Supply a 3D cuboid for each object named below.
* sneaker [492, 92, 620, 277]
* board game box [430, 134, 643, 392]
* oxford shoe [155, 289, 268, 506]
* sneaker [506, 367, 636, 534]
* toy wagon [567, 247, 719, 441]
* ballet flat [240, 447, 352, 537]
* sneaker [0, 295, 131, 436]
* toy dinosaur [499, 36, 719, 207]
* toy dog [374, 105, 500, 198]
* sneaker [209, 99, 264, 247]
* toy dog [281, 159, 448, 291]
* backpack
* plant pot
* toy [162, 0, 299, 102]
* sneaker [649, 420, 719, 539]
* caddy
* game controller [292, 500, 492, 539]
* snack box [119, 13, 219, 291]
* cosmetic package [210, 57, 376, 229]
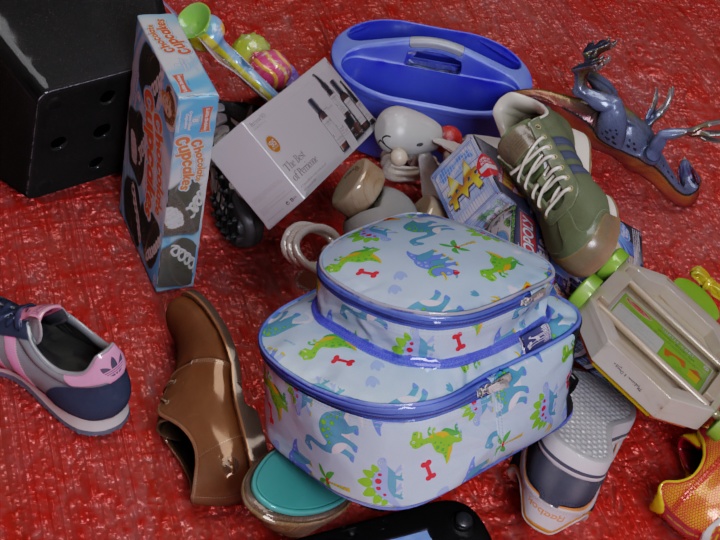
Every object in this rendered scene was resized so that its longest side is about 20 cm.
[{"bbox_3d":[0.145,-0.076,1.173,0.090,0.067,0.201,35,26,-21],"label":"sneaker"},{"bbox_3d":[0.147,-0.012,1.225,0.199,0.062,0.201,35,33,-16],"label":"board game box"},{"bbox_3d":[-0.126,0.092,1.115,0.071,0.072,0.201,-9,46,-16],"label":"oxford shoe"},{"bbox_3d":[0.158,0.136,1.131,0.078,0.080,0.200,28,19,10],"label":"sneaker"},{"bbox_3d":[0.246,0.050,1.163,0.155,0.040,0.200,44,32,8],"label":"toy wagon"},{"bbox_3d":[-0.034,0.149,1.056,0.068,0.073,0.200,39,31,7],"label":"ballet flat"},{"bbox_3d":[-0.256,0.045,1.126,0.199,0.082,0.070,26,43,17],"label":"sneaker"},{"bbox_3d":[0.256,-0.130,1.419,0.199,0.182,0.105,-20,20,13],"label":"toy dinosaur"},{"bbox_3d":[0.108,-0.077,1.327,0.198,0.132,0.097,5,61,0],"label":"toy dog"},{"bbox_3d":[-0.095,-0.095,1.330,0.090,0.067,0.201,-3,39,-14],"label":"sneaker"},{"bbox_3d":[0.000,0.000,1.227,0.132,0.096,0.200,44,42,-2],"label":"toy dog"},{"bbox_3d":[0.032,0.055,1.007,0.199,0.148,0.182,-28,39,-36],"label":"backpack"},{"bbox_3d":[-0.272,-0.185,1.310,0.199,0.200,0.178,-20,60,-31],"label":"plant pot"},{"bbox_3d":[-0.097,-0.192,1.361,0.115,0.047,0.200,47,9,33],"label":"toy"},{"bbox_3d":[0.299,0.135,1.158,0.077,0.073,0.200,35,46,22],"label":"sneaker"},{"bbox_3d":[0.066,-0.182,1.435,0.198,0.105,0.142,10,42,-2],"label":"caddy"},{"bbox_3d":[0.009,0.223,1.017,0.199,0.042,0.105,-11,46,-23],"label":"game controller"},{"bbox_3d":[-0.161,-0.096,1.215,0.037,0.201,0.116,-8,44,-24],"label":"snack box"},{"bbox_3d":[-0.053,-0.114,1.257,0.083,0.051,0.200,48,29,-6],"label":"cosmetic package"}]
